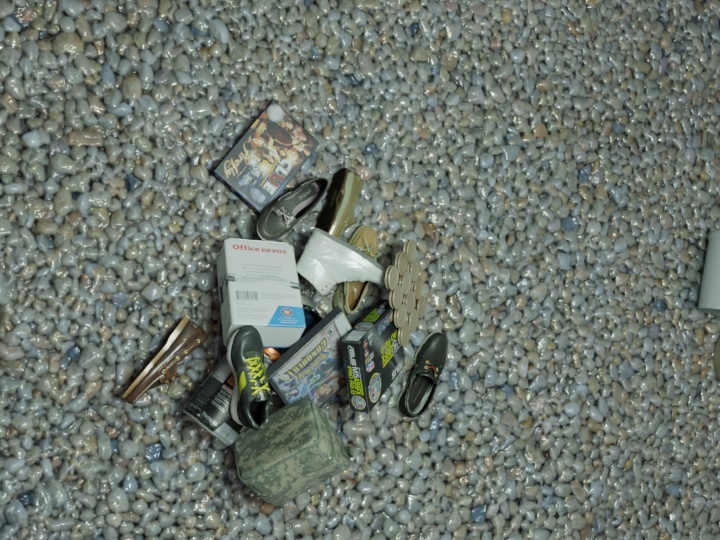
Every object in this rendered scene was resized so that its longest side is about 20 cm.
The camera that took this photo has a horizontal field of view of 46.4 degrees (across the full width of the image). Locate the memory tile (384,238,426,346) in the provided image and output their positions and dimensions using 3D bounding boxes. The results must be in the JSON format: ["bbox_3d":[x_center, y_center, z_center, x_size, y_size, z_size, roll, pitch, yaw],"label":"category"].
[{"bbox_3d":[0.097,0.046,1.783,0.154,0.017,0.201,-55,141,-46],"label":"memory tile"}]

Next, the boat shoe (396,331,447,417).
[{"bbox_3d":[0.147,0.230,1.853,0.073,0.063,0.202,31,76,-17],"label":"boat shoe"}]

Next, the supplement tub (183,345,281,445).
[{"bbox_3d":[-0.243,0.231,1.655,0.122,0.122,0.200,43,73,-16],"label":"supplement tub"}]

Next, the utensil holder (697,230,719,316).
[{"bbox_3d":[0.959,0.015,2.146,0.169,0.170,0.202,15,86,-22],"label":"utensil holder"}]

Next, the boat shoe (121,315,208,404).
[{"bbox_3d":[-0.376,0.183,1.628,0.070,0.070,0.200,42,73,-12],"label":"boat shoe"}]

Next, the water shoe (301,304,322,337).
[{"bbox_3d":[-0.075,0.159,1.751,0.071,0.079,0.200,-43,105,-18],"label":"water shoe"}]

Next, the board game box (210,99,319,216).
[{"bbox_3d":[-0.195,-0.233,1.737,0.135,0.035,0.200,41,74,-17],"label":"board game box"}]

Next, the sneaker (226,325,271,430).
[{"bbox_3d":[-0.195,0.200,1.553,0.074,0.084,0.202,-12,109,-35],"label":"sneaker"}]

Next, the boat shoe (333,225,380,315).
[{"bbox_3d":[0.000,0.000,1.796,0.073,0.063,0.201,17,81,-21],"label":"boat shoe"}]

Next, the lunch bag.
[{"bbox_3d":[-0.131,0.371,1.658,0.199,0.140,0.168,-29,128,8],"label":"lunch bag"}]

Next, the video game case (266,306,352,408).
[{"bbox_3d":[-0.083,0.195,1.684,0.200,0.025,0.181,-42,138,-16],"label":"video game case"}]

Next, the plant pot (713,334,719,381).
[{"bbox_3d":[1.052,0.234,2.173,0.199,0.173,0.202,0,89,-23],"label":"plant pot"}]

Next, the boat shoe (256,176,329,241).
[{"bbox_3d":[-0.136,-0.133,1.715,0.067,0.057,0.200,51,51,-8],"label":"boat shoe"}]

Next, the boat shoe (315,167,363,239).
[{"bbox_3d":[-0.038,-0.114,1.785,0.076,0.071,0.201,27,78,-32],"label":"boat shoe"}]

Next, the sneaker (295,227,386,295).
[{"bbox_3d":[-0.039,0.007,1.727,0.199,0.074,0.116,29,98,-19],"label":"sneaker"}]

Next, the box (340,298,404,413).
[{"bbox_3d":[0.030,0.172,1.731,0.200,0.044,0.161,-42,130,-56],"label":"box"}]

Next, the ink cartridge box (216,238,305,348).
[{"bbox_3d":[-0.199,0.045,1.650,0.145,0.086,0.201,4,51,-22],"label":"ink cartridge box"}]
